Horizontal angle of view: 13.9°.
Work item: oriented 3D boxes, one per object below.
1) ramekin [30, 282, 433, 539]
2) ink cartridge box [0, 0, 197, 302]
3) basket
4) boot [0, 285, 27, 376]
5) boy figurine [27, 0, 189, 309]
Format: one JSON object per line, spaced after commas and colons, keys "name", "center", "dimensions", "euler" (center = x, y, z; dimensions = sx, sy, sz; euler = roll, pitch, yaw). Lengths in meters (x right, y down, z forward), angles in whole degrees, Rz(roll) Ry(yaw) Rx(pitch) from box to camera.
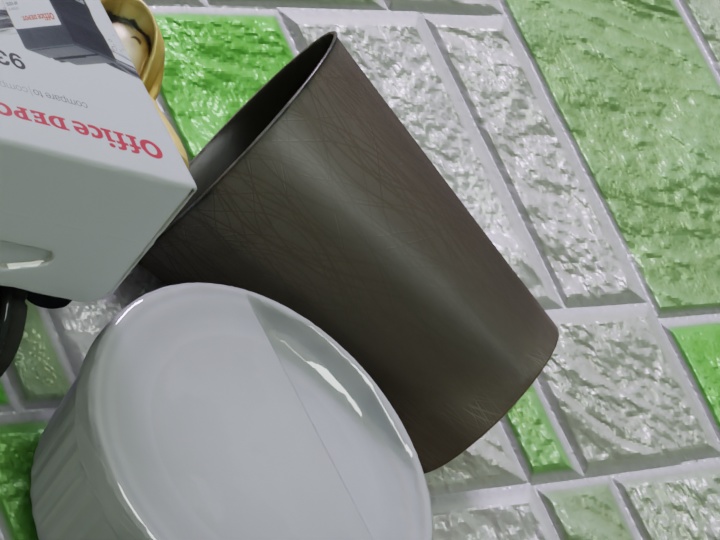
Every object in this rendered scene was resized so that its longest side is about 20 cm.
{"name": "ramekin", "center": [-0.069, 0.113, 1.452], "dimensions": [0.202, 0.094, 0.203], "euler": [25, 43, -26]}
{"name": "ink cartridge box", "center": [-0.186, -0.093, 1.408], "dimensions": [0.145, 0.084, 0.200], "euler": [13, 38, -45]}
{"name": "basket", "center": [0.000, 0.000, 1.590], "dimensions": [0.200, 0.136, 0.180], "euler": [45, 50, -11]}
{"name": "boot", "center": [-0.260, -0.033, 1.401], "dimensions": [0.158, 0.079, 0.211], "euler": [8, 42, -48]}
{"name": "boy figurine", "center": [-0.143, -0.065, 1.537], "dimensions": [0.124, 0.065, 0.200], "euler": [14, 45, 11]}
